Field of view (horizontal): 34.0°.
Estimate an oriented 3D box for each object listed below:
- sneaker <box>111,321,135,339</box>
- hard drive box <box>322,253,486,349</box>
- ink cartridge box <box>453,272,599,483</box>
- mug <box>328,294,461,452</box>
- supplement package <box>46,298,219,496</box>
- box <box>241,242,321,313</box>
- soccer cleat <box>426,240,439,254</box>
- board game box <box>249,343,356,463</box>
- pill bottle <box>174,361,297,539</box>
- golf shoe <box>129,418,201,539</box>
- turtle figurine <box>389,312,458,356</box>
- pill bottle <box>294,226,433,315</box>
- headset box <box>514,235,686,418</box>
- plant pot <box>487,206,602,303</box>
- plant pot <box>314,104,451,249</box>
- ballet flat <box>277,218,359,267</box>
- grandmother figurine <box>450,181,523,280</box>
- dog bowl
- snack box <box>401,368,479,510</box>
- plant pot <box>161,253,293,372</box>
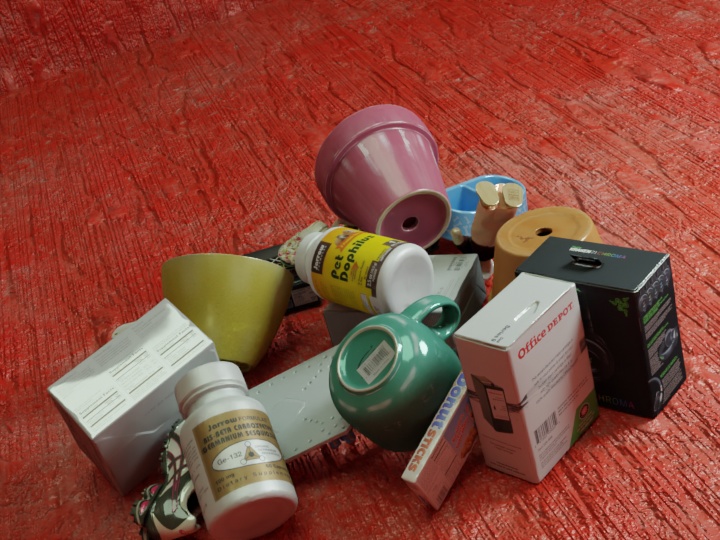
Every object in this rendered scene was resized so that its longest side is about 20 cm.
[{"bbox_3d":[-0.332,0.128,1.824,0.115,0.074,0.200,-17,19,2],"label":"sneaker"},{"bbox_3d":[0.068,0.048,1.743,0.198,0.077,0.156,0,32,27],"label":"hard drive box"},{"bbox_3d":[0.202,0.125,1.408,0.084,0.201,0.146,14,40,42],"label":"ink cartridge box"},{"bbox_3d":[0.038,0.116,1.447,0.151,0.114,0.187,-13,56,30],"label":"mug"},{"bbox_3d":[-0.290,0.170,1.579,0.200,0.156,0.111,-38,57,-22],"label":"supplement package"},{"bbox_3d":[-0.169,0.024,1.934,0.198,0.050,0.158,-16,29,1],"label":"box"},{"bbox_3d":[0.035,-0.025,1.911,0.199,0.070,0.086,-22,20,-23],"label":"soccer cleat"},{"bbox_3d":[-0.098,0.200,1.567,0.199,0.026,0.200,-28,27,11],"label":"board game box"},{"bbox_3d":[-0.159,0.218,1.443,0.113,0.115,0.201,-20,57,-7],"label":"pill bottle"},{"bbox_3d":[-0.218,0.267,1.513,0.087,0.078,0.201,-5,39,20],"label":"golf shoe"},{"bbox_3d":[0.085,0.148,1.537,0.199,0.101,0.150,35,73,34],"label":"turtle figurine"},{"bbox_3d":[0.000,0.000,1.670,0.199,0.110,0.109,15,41,43],"label":"pill bottle"},{"bbox_3d":[0.300,0.062,1.472,0.173,0.201,0.093,12,38,40],"label":"headset box"},{"bbox_3d":[0.269,0.003,1.655,0.198,0.141,0.201,-11,29,6],"label":"plant pot"},{"bbox_3d":[0.049,-0.127,1.833,0.199,0.201,0.180,-21,46,-10],"label":"plant pot"},{"bbox_3d":[-0.054,-0.054,1.928,0.075,0.064,0.199,35,31,33],"label":"ballet flat"},{"bbox_3d":[0.191,-0.051,1.754,0.120,0.201,0.061,11,53,-4],"label":"grandmother figurine"},{"bbox_3d":[0.194,-0.105,1.924,0.199,0.050,0.111,-23,39,-39],"label":"dog bowl"},{"bbox_3d":[0.119,0.183,1.413,0.024,0.072,0.201,13,62,40],"label":"snack box"},{"bbox_3d":[-0.202,0.073,1.745,0.198,0.200,0.143,-3,72,22],"label":"plant pot"}]
